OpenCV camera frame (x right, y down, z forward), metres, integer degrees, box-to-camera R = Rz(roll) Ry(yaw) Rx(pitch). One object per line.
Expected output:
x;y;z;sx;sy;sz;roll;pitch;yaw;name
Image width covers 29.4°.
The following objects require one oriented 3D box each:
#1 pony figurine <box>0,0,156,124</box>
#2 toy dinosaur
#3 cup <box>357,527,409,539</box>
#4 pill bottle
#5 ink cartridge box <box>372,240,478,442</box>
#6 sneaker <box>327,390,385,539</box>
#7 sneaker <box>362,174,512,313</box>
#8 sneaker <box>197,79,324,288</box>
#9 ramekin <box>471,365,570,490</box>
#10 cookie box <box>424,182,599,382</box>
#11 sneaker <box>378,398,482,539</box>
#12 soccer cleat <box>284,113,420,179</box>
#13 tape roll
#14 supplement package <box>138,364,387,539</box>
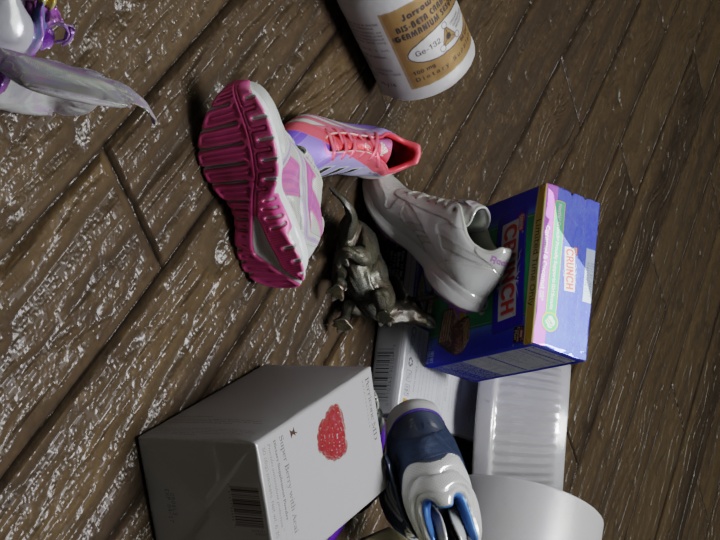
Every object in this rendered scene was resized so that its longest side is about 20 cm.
-0.243;-0.157;0.902;0.192;0.166;0.201;0;92;-29;pony figurine
0.000;0.000;1.403;0.200;0.077;0.102;57;23;-20;toy dinosaur
0.011;0.328;1.295;0.200;0.200;0.144;-7;71;-61;cup
0.036;-0.285;1.422;0.200;0.114;0.115;60;39;-40;pill bottle
0.081;0.083;1.555;0.200;0.043;0.199;29;63;-55;ink cartridge box
-0.018;0.217;1.343;0.100;0.069;0.201;72;34;-42;sneaker
0.083;-0.050;1.429;0.075;0.200;0.100;3;129;-55;sneaker
-0.084;-0.087;1.239;0.088;0.081;0.201;-58;145;-47;sneaker
0.192;0.185;1.625;0.200;0.104;0.201;4;90;-82;ramekin
0.157;0.018;1.445;0.075;0.200;0.172;16;72;-26;cookie box
0.067;0.235;1.293;0.147;0.080;0.201;-108;-171;-50;sneaker
-0.013;-0.121;1.362;0.200;0.076;0.067;-2;90;-62;soccer cleat
0.162;0.329;1.527;0.203;0.202;0.140;49;46;-49;tape roll
-0.077;0.166;1.182;0.200;0.119;0.122;-29;113;-59;supplement package
